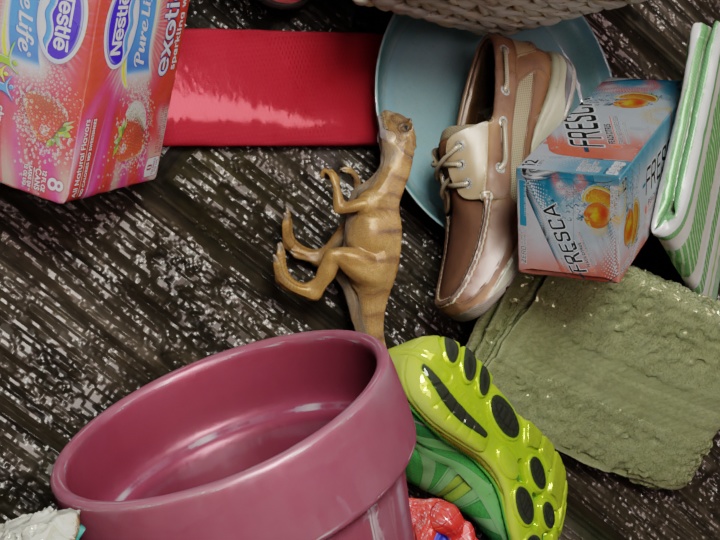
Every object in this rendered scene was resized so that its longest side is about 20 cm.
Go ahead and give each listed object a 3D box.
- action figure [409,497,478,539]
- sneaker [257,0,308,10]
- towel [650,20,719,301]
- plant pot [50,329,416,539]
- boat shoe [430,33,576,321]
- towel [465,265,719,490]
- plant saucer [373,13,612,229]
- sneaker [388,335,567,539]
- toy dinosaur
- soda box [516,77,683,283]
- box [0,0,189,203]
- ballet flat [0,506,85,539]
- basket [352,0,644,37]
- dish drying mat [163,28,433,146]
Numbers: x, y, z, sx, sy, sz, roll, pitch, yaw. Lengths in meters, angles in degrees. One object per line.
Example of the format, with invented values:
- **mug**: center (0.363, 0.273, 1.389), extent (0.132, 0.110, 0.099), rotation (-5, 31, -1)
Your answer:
- **action figure**: center (0.077, 0.204, 0.818), extent (0.200, 0.065, 0.052), rotation (46, 62, -10)
- **sneaker**: center (-0.058, -0.273, 0.831), extent (0.073, 0.087, 0.201), rotation (-2, 82, -21)
- **towel**: center (0.233, -0.061, 0.872), extent (0.023, 0.200, 0.153), rotation (8, 77, 23)
- **plant pot**: center (-0.049, 0.155, 0.718), extent (0.199, 0.200, 0.180), rotation (-26, 106, -23)
- **boat shoe**: center (0.077, -0.064, 0.822), extent (0.072, 0.076, 0.201), rotation (26, 64, -19)
- **towel**: center (0.168, 0.063, 0.856), extent (0.199, 0.037, 0.149), rotation (22, 113, -15)
- **plant saucer**: center (0.092, -0.113, 0.886), extent (0.199, 0.027, 0.201), rotation (3, 85, -28)
- **sneaker**: center (0.069, 0.119, 0.828), extent (0.074, 0.083, 0.200), rotation (-52, 120, -35)
- **toy dinosaur**: center (0.000, 0.000, 0.815), extent (0.106, 0.060, 0.201), rotation (4, 102, 3)
- **soda box**: center (0.158, -0.063, 0.806), extent (0.200, 0.063, 0.069), rotation (-43, 135, -55)
- **box**: center (-0.158, -0.148, 0.704), extent (0.095, 0.100, 0.201), rotation (20, 109, 17)
- **ballet flat**: center (-0.210, 0.182, 0.651), extent (0.072, 0.200, 0.072), rotation (26, 31, -17)
- **basket**: center (0.093, -0.258, 0.763), extent (0.198, 0.160, 0.201), rotation (-3, 85, -56)
- **dish drying mat**: center (-0.046, -0.120, 0.848), extent (0.199, 0.018, 0.077), rotation (-3, 85, -23)
